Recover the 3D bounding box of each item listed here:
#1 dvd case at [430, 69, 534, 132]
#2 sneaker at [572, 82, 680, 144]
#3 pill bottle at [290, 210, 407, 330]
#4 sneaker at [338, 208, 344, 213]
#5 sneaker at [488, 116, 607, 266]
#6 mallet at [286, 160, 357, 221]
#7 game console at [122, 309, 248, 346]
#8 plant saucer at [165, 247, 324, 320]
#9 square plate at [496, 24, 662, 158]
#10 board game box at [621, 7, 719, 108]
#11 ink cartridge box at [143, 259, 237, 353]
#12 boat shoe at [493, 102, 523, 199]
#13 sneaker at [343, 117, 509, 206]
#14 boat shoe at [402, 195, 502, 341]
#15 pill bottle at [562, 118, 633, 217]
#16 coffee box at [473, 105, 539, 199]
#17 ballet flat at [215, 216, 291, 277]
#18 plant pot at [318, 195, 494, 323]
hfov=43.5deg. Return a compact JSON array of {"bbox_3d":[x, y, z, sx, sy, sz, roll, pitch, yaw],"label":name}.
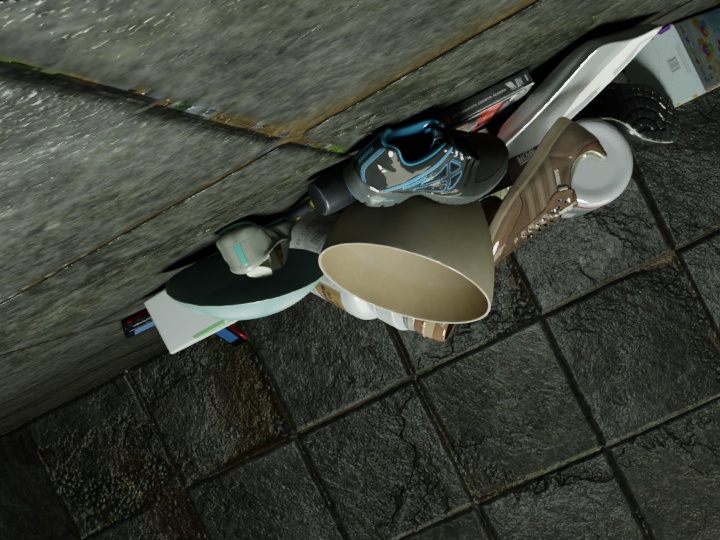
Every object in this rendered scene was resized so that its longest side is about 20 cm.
[{"bbox_3d":[0.094,-0.158,1.020,0.198,0.022,0.146,-29,179,3],"label":"dvd case"},{"bbox_3d":[0.348,-0.220,1.270,0.197,0.077,0.088,14,167,-13],"label":"sneaker"},{"bbox_3d":[0.000,0.000,1.205,0.199,0.116,0.114,27,-142,37],"label":"pill bottle"},{"bbox_3d":[-0.001,-0.061,1.317,0.199,0.085,0.078,-16,-138,41],"label":"sneaker"},{"bbox_3d":[0.212,-0.081,1.059,0.201,0.075,0.070,-59,168,4],"label":"sneaker"},{"bbox_3d":[-0.040,-0.084,1.023,0.065,0.042,0.200,-29,-176,-14],"label":"mallet"},{"bbox_3d":[-0.299,0.108,1.522,0.171,0.120,0.200,-27,179,-16],"label":"game console"},{"bbox_3d":[-0.135,0.021,1.100,0.198,0.039,0.201,-5,-160,2],"label":"plant saucer"},{"bbox_3d":[0.240,-0.208,1.043,0.199,0.029,0.198,-28,166,-49],"label":"square plate"},{"bbox_3d":[0.486,-0.308,1.327,0.199,0.106,0.103,-25,179,-39],"label":"board game box"},{"bbox_3d":[-0.180,0.025,1.281,0.145,0.088,0.199,-28,-178,40],"label":"ink cartridge box"},{"bbox_3d":[0.211,-0.128,1.244,0.062,0.203,0.072,22,-171,34],"label":"boat shoe"},{"bbox_3d":[0.083,-0.112,0.914,0.198,0.074,0.082,-14,157,-33],"label":"sneaker"},{"bbox_3d":[0.132,0.001,1.126,0.201,0.071,0.076,-57,156,-4],"label":"boat shoe"},{"bbox_3d":[0.297,-0.135,1.260,0.115,0.117,0.200,-27,177,-1],"label":"pill bottle"},{"bbox_3d":[0.127,-0.128,1.180,0.199,0.080,0.114,-23,-171,42],"label":"coffee box"},{"bbox_3d":[-0.117,-0.024,1.063,0.067,0.064,0.200,-25,180,11],"label":"ballet flat"},{"bbox_3d":[0.066,-0.043,1.020,0.200,0.198,0.136,-28,-139,64],"label":"plant pot"}]
